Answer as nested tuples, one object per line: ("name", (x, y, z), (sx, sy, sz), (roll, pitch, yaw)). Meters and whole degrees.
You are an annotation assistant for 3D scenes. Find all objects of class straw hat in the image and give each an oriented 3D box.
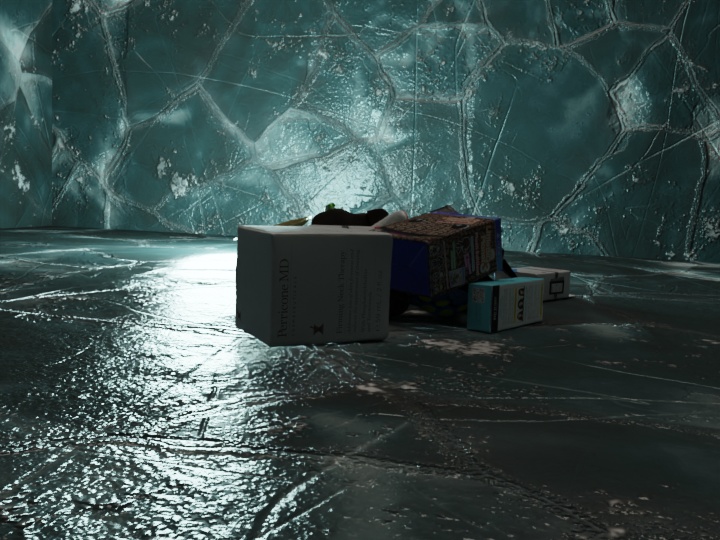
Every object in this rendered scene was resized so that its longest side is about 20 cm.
("straw hat", (-0.187, -0.057, 1.620), (0.200, 0.086, 0.201), (-16, 8, 2))

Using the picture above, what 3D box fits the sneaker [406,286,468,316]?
("sneaker", (0.113, 0.031, 1.331), (0.199, 0.071, 0.083), (8, 39, 30))

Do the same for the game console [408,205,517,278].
("game console", (0.212, -0.039, 1.502), (0.175, 0.117, 0.200), (-20, 40, -22))

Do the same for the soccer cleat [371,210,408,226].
("soccer cleat", (0.040, -0.073, 1.598), (0.085, 0.069, 0.200), (-7, -17, -31))

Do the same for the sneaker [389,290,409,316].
("sneaker", (-0.011, 0.062, 1.283), (0.199, 0.078, 0.091), (4, 27, 1))

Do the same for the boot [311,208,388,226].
("boot", (-0.026, -0.081, 1.714), (0.185, 0.065, 0.200), (-2, -19, -5))

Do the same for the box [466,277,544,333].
("box", (0.265, 0.059, 1.294), (0.049, 0.083, 0.199), (6, 6, 40))

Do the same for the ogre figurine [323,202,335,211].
("ogre figurine", (-0.061, -0.062, 1.844), (0.120, 0.201, 0.098), (26, 7, 38))

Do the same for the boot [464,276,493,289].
("boot", (0.228, 0.010, 1.495), (0.200, 0.073, 0.166), (35, -3, -21))

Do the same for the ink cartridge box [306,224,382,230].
("ink cartridge box", (-0.020, -0.008, 1.429), (0.199, 0.145, 0.084), (-1, -27, -31))

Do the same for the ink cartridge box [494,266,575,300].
("ink cartridge box", (0.422, 0.030, 1.716), (0.116, 0.068, 0.199), (8, 8, 44))

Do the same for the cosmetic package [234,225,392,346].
("cosmetic package", (-0.077, 0.018, 1.117), (0.199, 0.168, 0.166), (-1, 7, -28))

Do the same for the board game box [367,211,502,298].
("board game box", (0.129, -0.034, 1.269), (0.199, 0.097, 0.159), (-19, 20, -41))
